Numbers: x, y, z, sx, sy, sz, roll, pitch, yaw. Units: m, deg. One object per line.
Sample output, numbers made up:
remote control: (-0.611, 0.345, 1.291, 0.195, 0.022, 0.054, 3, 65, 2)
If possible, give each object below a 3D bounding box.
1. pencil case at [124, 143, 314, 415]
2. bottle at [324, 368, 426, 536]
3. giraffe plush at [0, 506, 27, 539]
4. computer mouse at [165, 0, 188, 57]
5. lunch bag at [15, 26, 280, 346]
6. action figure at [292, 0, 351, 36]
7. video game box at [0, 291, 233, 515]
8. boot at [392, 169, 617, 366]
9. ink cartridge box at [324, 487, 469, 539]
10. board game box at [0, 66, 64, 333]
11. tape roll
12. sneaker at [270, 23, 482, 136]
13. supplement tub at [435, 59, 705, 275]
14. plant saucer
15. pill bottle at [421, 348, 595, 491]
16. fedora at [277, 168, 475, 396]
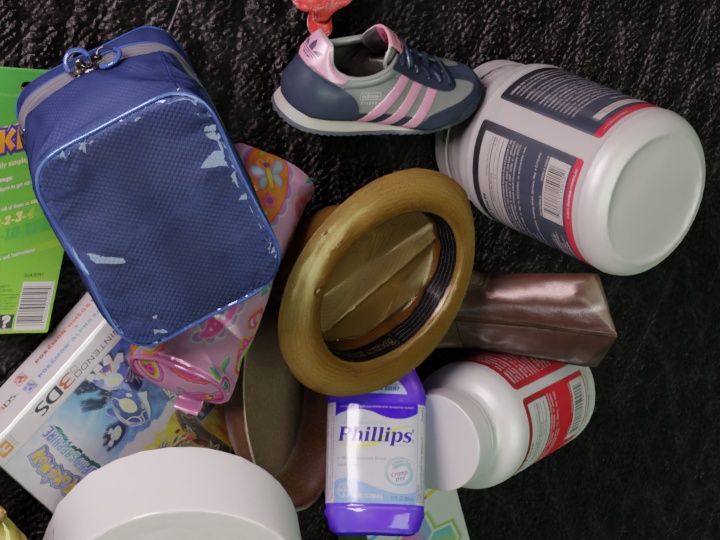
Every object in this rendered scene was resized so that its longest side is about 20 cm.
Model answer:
pencil case: (-0.105, 0.005, 1.491, 0.087, 0.087, 0.200, 42, 60, -45)
bottle: (0.013, 0.117, 1.624, 0.083, 0.065, 0.201, 2, 81, -2)
giraffe plush: (-0.313, 0.158, 1.370, 0.172, 0.162, 0.201, 0, 112, -41)
computer mouse: (-0.144, -0.180, 1.444, 0.059, 0.034, 0.200, 20, 93, -25)
lunch bag: (-0.154, -0.068, 1.373, 0.136, 0.132, 0.200, -25, 123, -3)
action figure: (-0.028, -0.264, 1.484, 0.065, 0.052, 0.200, -18, 128, -27)
video game box: (-0.186, 0.116, 1.546, 0.182, 0.047, 0.200, -47, 134, -10)
boot: (0.118, 0.001, 1.647, 0.064, 0.199, 0.187, -68, 158, -43)
ink cartridge box: (0.042, 0.253, 1.807, 0.104, 0.059, 0.200, -35, 131, -25)
board game box: (-0.249, -0.050, 1.415, 0.095, 0.030, 0.200, 0, 114, -42)
tape roll: (-0.143, 0.231, 1.519, 0.202, 0.071, 0.203, -5, 129, -6)
sneaker: (0.028, -0.155, 1.561, 0.200, 0.070, 0.082, -10, 141, -39)
supplement tub: (0.172, -0.090, 1.639, 0.140, 0.200, 0.141, -19, 122, -34)
plant saucer: (-0.065, 0.093, 1.595, 0.200, 0.037, 0.201, -2, 90, -67)
pill bottle: (0.115, 0.125, 1.731, 0.200, 0.112, 0.113, -20, 126, -55)
fedora: (0.000, 0.000, 1.558, 0.200, 0.082, 0.201, -22, 126, -33)
